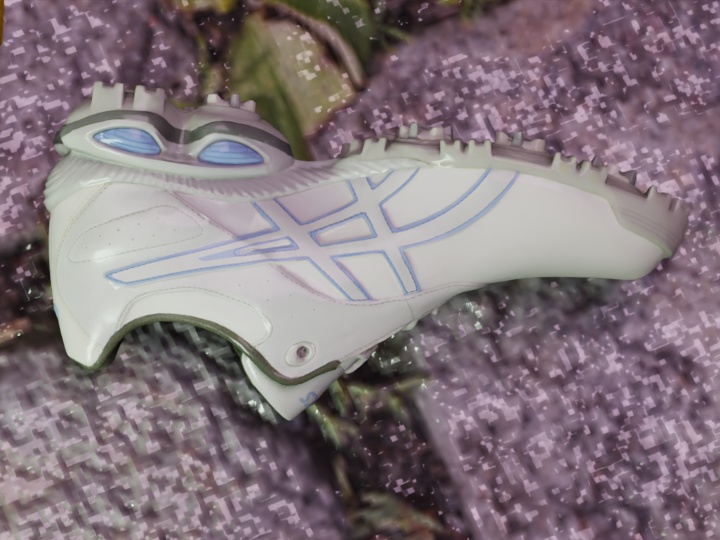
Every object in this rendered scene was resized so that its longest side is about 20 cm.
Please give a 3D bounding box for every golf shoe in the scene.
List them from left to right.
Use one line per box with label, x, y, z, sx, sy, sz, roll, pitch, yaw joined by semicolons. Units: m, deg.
golf shoe;0.000;0.000;0.934;0.199;0.078;0.098;6;85;1

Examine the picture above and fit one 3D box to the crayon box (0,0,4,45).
crayon box;-0.229;-0.036;0.913;0.199;0.058;0.173;17;67;-1
